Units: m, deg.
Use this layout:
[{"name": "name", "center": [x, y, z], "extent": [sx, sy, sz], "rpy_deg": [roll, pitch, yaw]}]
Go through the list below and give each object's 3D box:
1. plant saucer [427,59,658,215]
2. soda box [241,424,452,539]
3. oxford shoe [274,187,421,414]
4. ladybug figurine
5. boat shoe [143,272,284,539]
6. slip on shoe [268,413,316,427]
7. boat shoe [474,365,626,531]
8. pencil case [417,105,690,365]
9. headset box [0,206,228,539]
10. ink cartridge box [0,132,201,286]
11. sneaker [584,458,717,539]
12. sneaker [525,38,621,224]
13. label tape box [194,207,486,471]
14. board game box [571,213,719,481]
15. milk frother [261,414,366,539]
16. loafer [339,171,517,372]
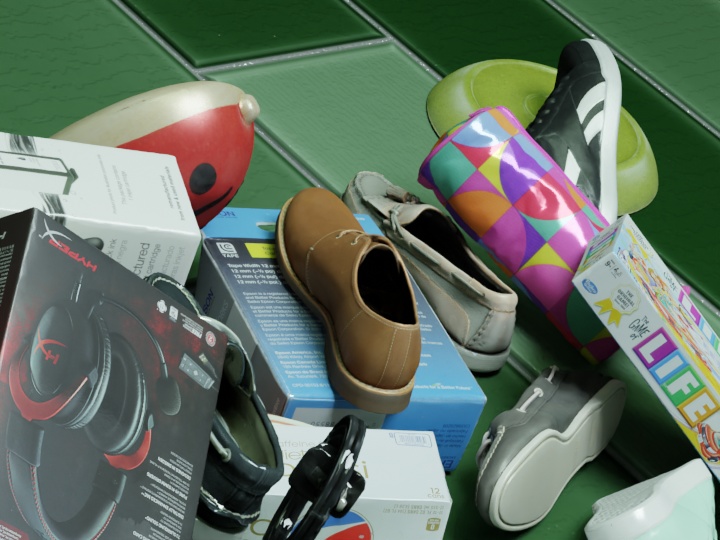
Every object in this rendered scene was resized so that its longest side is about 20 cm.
[{"name": "plant saucer", "center": [0.151, -0.114, 1.877], "extent": [0.199, 0.031, 0.201], "rpy_deg": [16, 33, -10]}, {"name": "soda box", "center": [-0.054, 0.131, 1.323], "extent": [0.198, 0.068, 0.064], "rpy_deg": [4, 35, -12]}, {"name": "oxford shoe", "center": [0.000, 0.000, 1.456], "extent": [0.071, 0.072, 0.200], "rpy_deg": [4, 34, -24]}, {"name": "ladybug figurine", "center": [-0.146, -0.050, 1.474], "extent": [0.136, 0.199, 0.072], "rpy_deg": [19, 45, -63]}, {"name": "boat shoe", "center": [-0.084, 0.063, 1.279], "extent": [0.075, 0.060, 0.201], "rpy_deg": [21, 30, -37]}, {"name": "slip on shoe", "center": [-0.090, 0.100, 1.375], "extent": [0.198, 0.074, 0.061], "rpy_deg": [12, 30, -8]}, {"name": "boat shoe", "center": [0.107, 0.110, 1.490], "extent": [0.057, 0.067, 0.200], "rpy_deg": [17, 23, 24]}, {"name": "pencil case", "center": [0.131, -0.027, 1.638], "extent": [0.200, 0.088, 0.088], "rpy_deg": [44, 34, 2]}, {"name": "headset box", "center": [-0.152, 0.095, 1.148], "extent": [0.148, 0.075, 0.201], "rpy_deg": [37, 51, -39]}, {"name": "ink cartridge box", "center": [-0.213, 0.000, 1.373], "extent": [0.199, 0.147, 0.085], "rpy_deg": [6, 36, -24]}, {"name": "sneaker", "center": [0.193, 0.187, 1.437], "extent": [0.119, 0.073, 0.200], "rpy_deg": [65, 18, 2]}, {"name": "sneaker", "center": [0.134, -0.103, 1.764], "extent": [0.111, 0.073, 0.201], "rpy_deg": [12, 54, -14]}, {"name": "label tape box", "center": [-0.027, 0.041, 1.505], "extent": [0.142, 0.066, 0.200], "rpy_deg": [2, 34, -29]}, {"name": "board game box", "center": [0.215, 0.064, 1.528], "extent": [0.200, 0.034, 0.134], "rpy_deg": [53, 15, -4]}, {"name": "milk frother", "center": [0.014, 0.198, 1.130], "extent": [0.187, 0.200, 0.181], "rpy_deg": [23, 28, -25]}, {"name": "loafer", "center": [0.053, -0.014, 1.634], "extent": [0.071, 0.063, 0.200], "rpy_deg": [-2, 39, -34]}]
